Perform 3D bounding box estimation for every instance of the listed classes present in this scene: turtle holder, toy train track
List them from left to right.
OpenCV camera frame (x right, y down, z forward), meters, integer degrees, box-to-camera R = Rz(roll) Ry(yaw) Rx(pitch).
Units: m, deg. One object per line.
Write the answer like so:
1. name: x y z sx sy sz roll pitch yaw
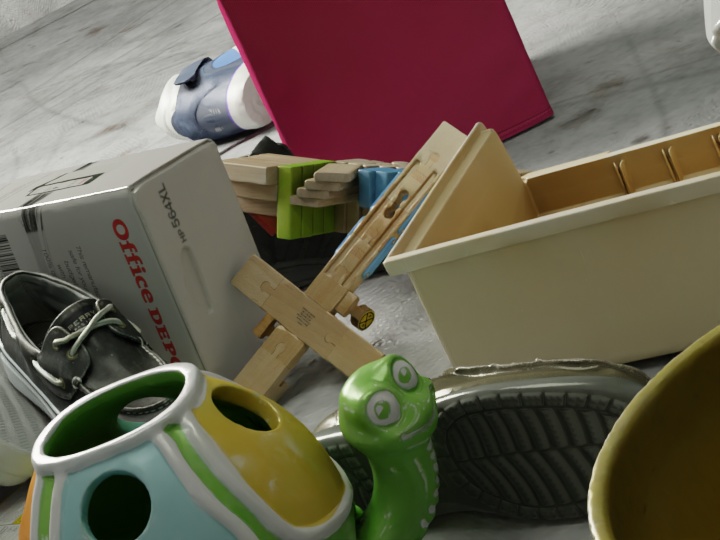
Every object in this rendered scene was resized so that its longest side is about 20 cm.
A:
1. turtle holder: -0.061 0.111 0.722 0.185 0.132 0.141 -13 22 33
2. toy train track: 0.000 0.000 1.004 0.115 0.033 0.200 37 87 32

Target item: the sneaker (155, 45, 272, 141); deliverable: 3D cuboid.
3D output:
1. sneaker: -0.117 -0.195 1.650 0.146 0.081 0.200 -4 34 38

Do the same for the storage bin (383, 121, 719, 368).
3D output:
1. storage bin: 0.146 -0.034 0.900 0.200 0.094 0.199 -15 22 27

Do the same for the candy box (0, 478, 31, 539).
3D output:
1. candy box: -0.159 0.129 0.951 0.102 0.026 0.200 -13 22 42

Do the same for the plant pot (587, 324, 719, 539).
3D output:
1. plant pot: 0.180 0.092 0.461 0.200 0.142 0.200 -22 19 8

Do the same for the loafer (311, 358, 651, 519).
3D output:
1. loafer: 0.055 0.069 0.774 0.200 0.075 0.070 -11 28 36

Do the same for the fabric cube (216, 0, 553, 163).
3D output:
1. fabric cube: 0.004 -0.186 1.305 0.196 0.199 0.200 -26 19 1

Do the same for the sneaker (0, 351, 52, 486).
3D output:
1. sneaker: -0.248 0.114 1.029 0.116 0.074 0.200 -58 27 2

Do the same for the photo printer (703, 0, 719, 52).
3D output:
1. photo printer: 0.273 -0.124 0.858 0.069 0.200 0.166 -60 8 33

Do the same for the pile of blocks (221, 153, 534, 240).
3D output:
1. pile of blocks: 0.007 -0.035 1.059 0.200 0.062 0.082 3 11 12

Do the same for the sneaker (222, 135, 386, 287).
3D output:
1. sneaker: -0.045 -0.044 1.140 0.200 0.104 0.060 -15 22 28

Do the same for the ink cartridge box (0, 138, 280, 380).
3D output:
1. ink cartridge box: -0.158 0.009 1.080 0.200 0.146 0.084 -7 21 40

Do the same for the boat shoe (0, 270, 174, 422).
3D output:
1. boat shoe: -0.159 0.052 0.973 0.072 0.071 0.200 -33 34 -31
